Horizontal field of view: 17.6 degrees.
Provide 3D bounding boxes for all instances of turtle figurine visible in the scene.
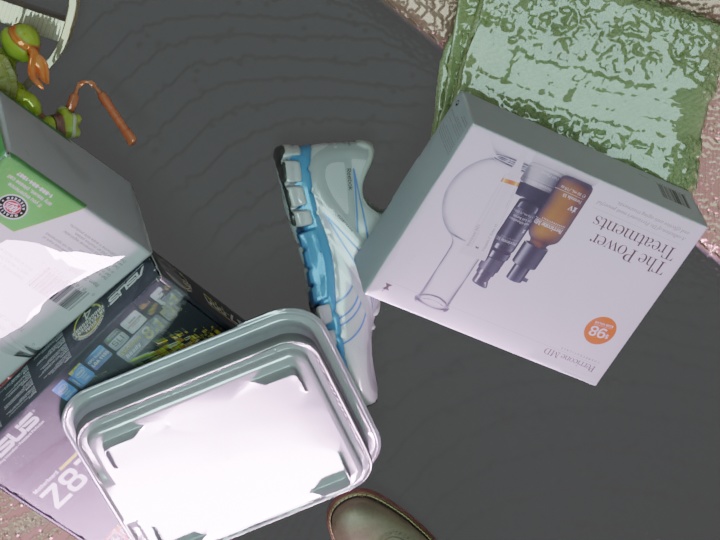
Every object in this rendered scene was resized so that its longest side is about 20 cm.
[{"bbox_3d":[-0.267,-0.115,1.626,0.161,0.064,0.200,-42,109,15],"label":"turtle figurine"}]

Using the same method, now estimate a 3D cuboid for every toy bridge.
[{"bbox_3d":[-0.238,-0.180,1.660,0.067,0.027,0.200,18,103,-3],"label":"toy bridge"}]

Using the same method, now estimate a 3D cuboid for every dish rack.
[{"bbox_3d":[-0.094,0.127,1.648,0.200,0.044,0.172,-22,129,5],"label":"dish rack"}]

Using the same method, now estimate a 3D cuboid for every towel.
[{"bbox_3d":[0.155,-0.134,1.661,0.199,0.036,0.149,12,101,-1],"label":"towel"}]

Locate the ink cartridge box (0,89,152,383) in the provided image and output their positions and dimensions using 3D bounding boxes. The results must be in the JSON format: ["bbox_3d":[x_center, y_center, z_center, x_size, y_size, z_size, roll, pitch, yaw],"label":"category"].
[{"bbox_3d":[-0.269,-0.008,1.620,0.200,0.084,0.146,-39,132,16],"label":"ink cartridge box"}]

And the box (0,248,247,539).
[{"bbox_3d":[-0.164,0.099,1.676,0.200,0.049,0.161,-43,125,9],"label":"box"}]

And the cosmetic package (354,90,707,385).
[{"bbox_3d":[0.119,-0.019,1.633,0.200,0.052,0.151,21,118,-23],"label":"cosmetic package"}]

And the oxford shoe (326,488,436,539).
[{"bbox_3d":[0.043,0.250,1.722,0.070,0.075,0.200,-35,99,8],"label":"oxford shoe"}]

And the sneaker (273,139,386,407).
[{"bbox_3d":[0.000,0.000,1.675,0.086,0.075,0.200,-13,104,-6],"label":"sneaker"}]
